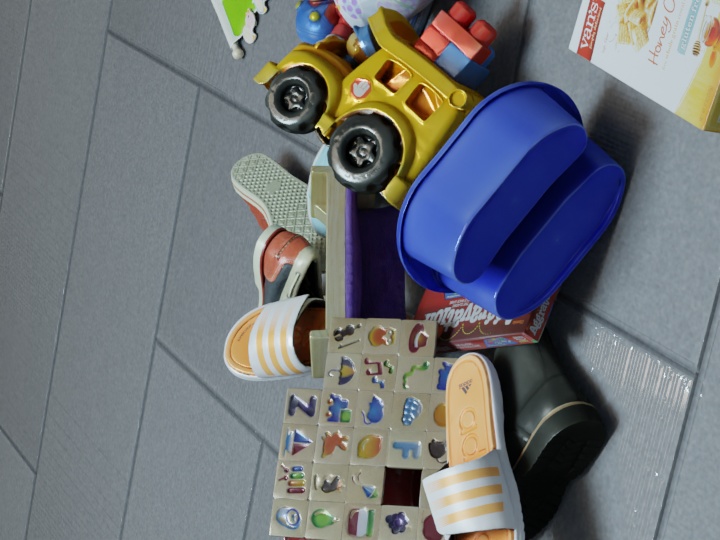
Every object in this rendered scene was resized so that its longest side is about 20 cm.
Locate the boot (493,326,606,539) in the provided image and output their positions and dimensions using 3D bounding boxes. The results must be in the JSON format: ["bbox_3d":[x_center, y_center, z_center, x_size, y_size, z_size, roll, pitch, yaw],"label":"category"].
[{"bbox_3d":[0.126,0.147,1.561,0.200,0.077,0.139,-50,41,28],"label":"boot"}]

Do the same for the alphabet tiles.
[{"bbox_3d":[0.010,0.139,1.574,0.167,0.008,0.201,1,72,18],"label":"alphabet tiles"}]

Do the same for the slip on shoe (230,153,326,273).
[{"bbox_3d":[-0.072,-0.055,1.933,0.200,0.074,0.061,44,164,43],"label":"slip on shoe"}]

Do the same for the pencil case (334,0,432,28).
[{"bbox_3d":[0.062,-0.291,1.650,0.200,0.091,0.083,-33,61,40],"label":"pencil case"}]

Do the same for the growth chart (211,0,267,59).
[{"bbox_3d":[-0.131,-0.361,2.100,0.145,0.018,0.200,60,138,42],"label":"growth chart"}]

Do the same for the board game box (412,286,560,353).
[{"bbox_3d":[0.112,0.022,1.596,0.200,0.019,0.103,-12,52,59],"label":"board game box"}]

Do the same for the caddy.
[{"bbox_3d":[0.120,-0.059,1.483,0.200,0.141,0.105,-50,43,1],"label":"caddy"}]

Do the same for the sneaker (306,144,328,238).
[{"bbox_3d":[-0.009,-0.106,1.780,0.082,0.074,0.200,-69,1,-60],"label":"sneaker"}]

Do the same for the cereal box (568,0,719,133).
[{"bbox_3d":[0.246,-0.208,1.406,0.200,0.039,0.144,42,123,53],"label":"cereal box"}]

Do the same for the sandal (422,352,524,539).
[{"bbox_3d":[0.082,0.164,1.494,0.079,0.059,0.207,-33,53,41],"label":"sandal"}]

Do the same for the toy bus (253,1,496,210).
[{"bbox_3d":[0.032,-0.170,1.633,0.200,0.136,0.192,41,103,22],"label":"toy bus"}]

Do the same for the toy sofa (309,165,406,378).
[{"bbox_3d":[0.000,0.000,1.700,0.083,0.097,0.201,90,179,-59],"label":"toy sofa"}]

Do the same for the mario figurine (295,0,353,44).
[{"bbox_3d":[-0.052,-0.259,1.779,0.123,0.106,0.201,18,115,24],"label":"mario figurine"}]

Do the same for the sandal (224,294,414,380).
[{"bbox_3d":[-0.045,0.059,1.749,0.206,0.059,0.079,-6,71,21],"label":"sandal"}]

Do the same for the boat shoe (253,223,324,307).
[{"bbox_3d":[-0.066,0.033,1.861,0.062,0.071,0.200,27,147,23],"label":"boat shoe"}]

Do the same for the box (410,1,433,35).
[{"bbox_3d":[0.007,-0.292,1.830,0.200,0.040,0.137,58,134,45],"label":"box"}]

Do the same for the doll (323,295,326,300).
[{"bbox_3d":[-0.008,0.125,1.807,0.136,0.048,0.201,-3,84,58],"label":"doll"}]

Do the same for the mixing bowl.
[{"bbox_3d":[0.026,0.237,1.633,0.108,0.200,0.201,-21,65,24],"label":"mixing bowl"}]
